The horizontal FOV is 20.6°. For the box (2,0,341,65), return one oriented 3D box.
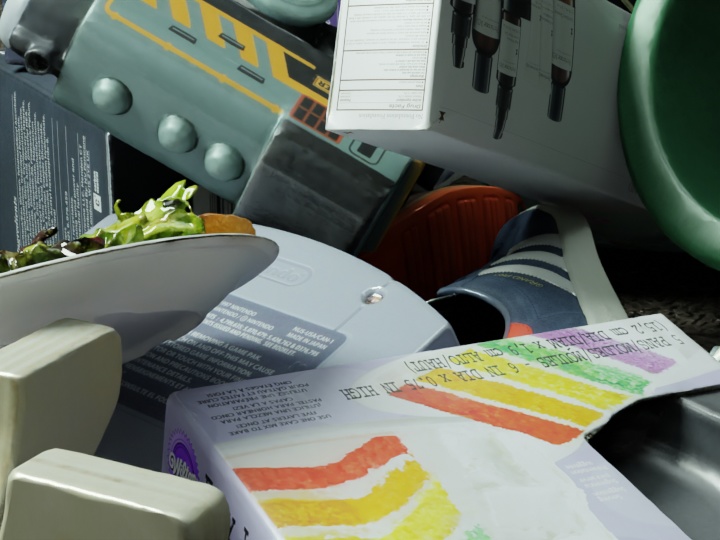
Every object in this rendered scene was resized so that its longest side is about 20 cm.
[{"bbox_3d":[-0.067,-0.172,0.952,0.199,0.148,0.104,5,18,18],"label":"box"}]

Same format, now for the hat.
[{"bbox_3d":[0.221,-0.051,0.830,0.165,0.201,0.176,-9,-18,35],"label":"hat"}]

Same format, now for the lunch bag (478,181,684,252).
[{"bbox_3d":[0.161,-0.052,0.975,0.199,0.077,0.160,6,-13,11],"label":"lunch bag"}]

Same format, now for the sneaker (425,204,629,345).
[{"bbox_3d":[0.056,0.021,0.810,0.084,0.075,0.200,0,16,-5],"label":"sneaker"}]

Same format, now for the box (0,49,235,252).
[{"bbox_3d":[-0.089,-0.048,0.980,0.148,0.107,0.200,-9,19,-26],"label":"box"}]

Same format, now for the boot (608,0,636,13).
[{"bbox_3d":[0.096,-0.135,1.042,0.211,0.158,0.080,-26,35,25],"label":"boot"}]

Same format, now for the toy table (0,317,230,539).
[{"bbox_3d":[-0.120,0.092,0.507,0.199,0.117,0.184,6,18,14],"label":"toy table"}]

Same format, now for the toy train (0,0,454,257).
[{"bbox_3d":[-0.052,-0.081,0.823,0.200,0.085,0.114,31,41,-1],"label":"toy train"}]

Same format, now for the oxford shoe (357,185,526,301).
[{"bbox_3d":[0.000,0.000,0.890,0.072,0.071,0.200,10,20,42],"label":"oxford shoe"}]

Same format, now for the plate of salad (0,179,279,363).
[{"bbox_3d":[-0.125,0.013,0.647,0.200,0.048,0.200,-17,-7,-2],"label":"plate of salad"}]

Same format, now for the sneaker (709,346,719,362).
[{"bbox_3d":[0.221,0.050,0.717,0.199,0.078,0.086,-3,22,-6],"label":"sneaker"}]

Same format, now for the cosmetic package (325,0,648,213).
[{"bbox_3d":[0.064,-0.077,0.801,0.051,0.083,0.200,5,-4,34],"label":"cosmetic package"}]

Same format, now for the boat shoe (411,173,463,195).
[{"bbox_3d":[0.008,-0.062,1.048,0.075,0.069,0.200,-30,21,-18],"label":"boat shoe"}]

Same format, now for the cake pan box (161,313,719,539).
[{"bbox_3d":[0.064,0.085,0.593,0.199,0.052,0.184,-7,31,-25],"label":"cake pan box"}]

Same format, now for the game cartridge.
[{"bbox_3d":[-0.062,0.035,0.748,0.200,0.041,0.133,18,52,43],"label":"game cartridge"}]
